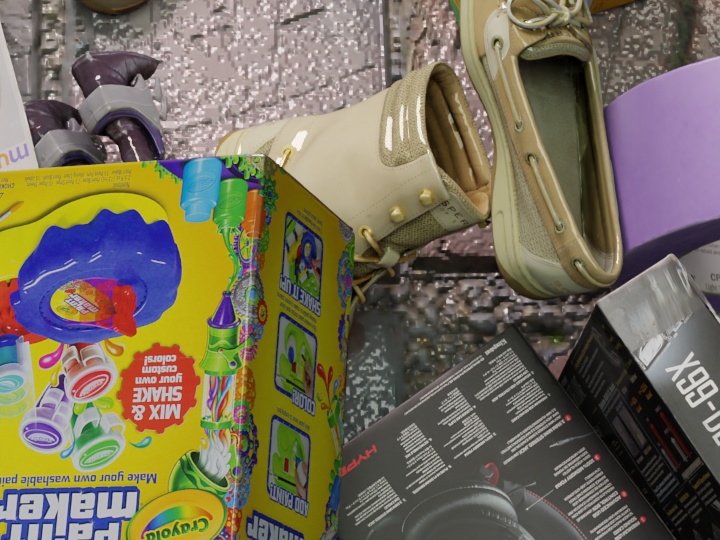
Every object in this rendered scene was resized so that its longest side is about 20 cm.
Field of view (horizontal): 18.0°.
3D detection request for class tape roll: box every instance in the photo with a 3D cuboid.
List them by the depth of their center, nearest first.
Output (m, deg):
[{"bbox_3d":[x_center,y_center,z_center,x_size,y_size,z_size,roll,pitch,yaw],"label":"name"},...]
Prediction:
[{"bbox_3d":[0.225,-0.045,1.202,0.198,0.200,0.086,-2,74,-5],"label":"tape roll"}]

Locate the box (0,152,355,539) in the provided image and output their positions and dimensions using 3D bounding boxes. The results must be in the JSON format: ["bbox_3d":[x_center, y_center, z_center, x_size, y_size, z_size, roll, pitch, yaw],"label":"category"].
[{"bbox_3d":[-0.119,0.060,1.070,0.198,0.122,0.194,-4,72,21],"label":"box"}]

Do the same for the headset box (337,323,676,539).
[{"bbox_3d":[0.078,0.156,1.195,0.148,0.075,0.201,-35,79,-13],"label":"headset box"}]

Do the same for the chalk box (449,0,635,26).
[{"bbox_3d":[0.089,-0.251,1.294,0.123,0.125,0.201,-19,75,-10],"label":"chalk box"}]

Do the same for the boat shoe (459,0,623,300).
[{"bbox_3d":[0.099,-0.088,1.166,0.073,0.063,0.203,2,82,-37],"label":"boat shoe"}]

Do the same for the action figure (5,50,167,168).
[{"bbox_3d":[-0.114,-0.023,1.216,0.130,0.069,0.201,-40,61,26],"label":"action figure"}]

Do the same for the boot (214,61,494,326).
[{"bbox_3d":[0.000,0.000,1.202,0.154,0.073,0.202,-18,65,32],"label":"boot"}]

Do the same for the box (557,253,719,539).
[{"bbox_3d":[0.169,0.093,1.157,0.050,0.200,0.158,-31,77,-9],"label":"box"}]

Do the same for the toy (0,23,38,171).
[{"bbox_3d":[-0.253,-0.116,1.245,0.114,0.047,0.202,-22,71,20],"label":"toy"}]

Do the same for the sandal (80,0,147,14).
[{"bbox_3d":[-0.103,-0.238,1.310,0.080,0.054,0.201,32,74,6],"label":"sandal"}]
